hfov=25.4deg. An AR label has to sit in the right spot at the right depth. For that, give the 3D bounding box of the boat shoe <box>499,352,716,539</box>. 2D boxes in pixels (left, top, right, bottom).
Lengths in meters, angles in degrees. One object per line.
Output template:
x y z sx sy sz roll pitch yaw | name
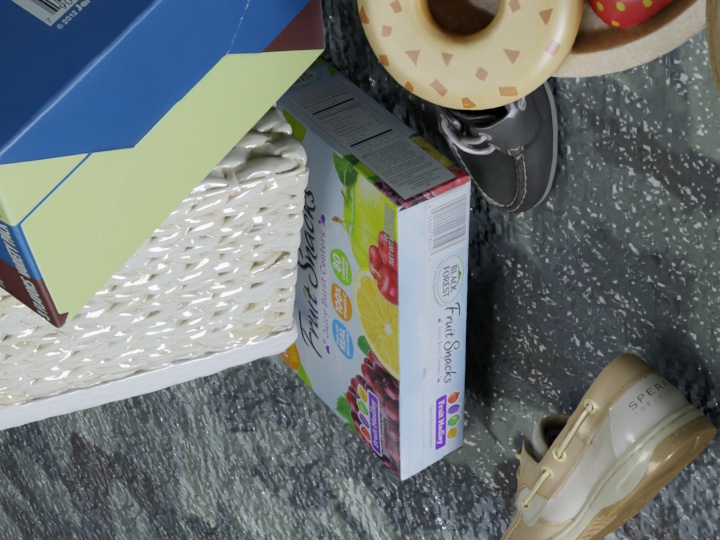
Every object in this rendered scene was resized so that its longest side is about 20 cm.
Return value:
0.122 0.107 0.874 0.069 0.073 0.200 55 146 17 | boat shoe

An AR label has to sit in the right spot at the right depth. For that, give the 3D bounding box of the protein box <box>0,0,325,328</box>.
-0.156 -0.125 0.727 0.199 0.199 0.135 33 157 20 | protein box

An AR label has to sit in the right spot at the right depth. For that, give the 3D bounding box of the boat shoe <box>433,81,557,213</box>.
0.052 -0.107 0.771 0.067 0.057 0.201 21 134 37 | boat shoe

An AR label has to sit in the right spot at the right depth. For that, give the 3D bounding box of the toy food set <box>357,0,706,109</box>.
0.072 -0.172 0.648 0.199 0.049 0.199 -11 108 29 | toy food set

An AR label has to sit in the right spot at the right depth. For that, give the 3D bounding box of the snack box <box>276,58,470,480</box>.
0.000 0.000 0.904 0.142 0.053 0.201 43 147 41 | snack box

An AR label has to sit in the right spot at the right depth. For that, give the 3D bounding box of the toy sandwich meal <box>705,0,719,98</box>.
0.220 -0.090 0.565 0.204 0.070 0.206 19 120 36 | toy sandwich meal

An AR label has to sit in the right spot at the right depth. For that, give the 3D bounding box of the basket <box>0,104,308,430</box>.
-0.152 -0.049 0.876 0.161 0.199 0.199 100 149 -52 | basket
